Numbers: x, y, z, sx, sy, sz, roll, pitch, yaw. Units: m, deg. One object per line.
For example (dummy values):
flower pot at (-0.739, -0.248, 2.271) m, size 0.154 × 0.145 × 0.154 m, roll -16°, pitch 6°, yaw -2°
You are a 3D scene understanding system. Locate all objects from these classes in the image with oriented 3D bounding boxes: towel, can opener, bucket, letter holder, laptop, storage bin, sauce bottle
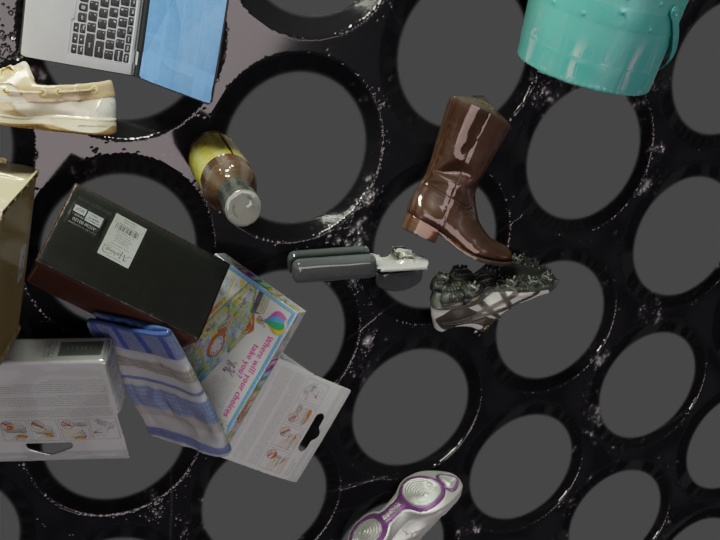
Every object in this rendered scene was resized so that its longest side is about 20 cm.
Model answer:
towel at (-0.240, 0.140, 1.076) m, size 0.024 × 0.145 × 0.203 m, roll -49°, pitch 134°, yaw -38°
can opener at (0.000, 0.000, 1.193) m, size 0.196 × 0.053 × 0.068 m, roll 0°, pitch 112°, yaw -21°
bucket at (0.294, -0.310, 1.101) m, size 0.203 × 0.208 × 0.137 m, roll 2°, pitch 120°, yaw -21°
letter holder at (-0.278, 0.005, 1.065) m, size 0.198 × 0.142 × 0.102 m, roll 28°, pitch 68°, yaw -19°
laptop at (-0.247, -0.294, 0.943) m, size 0.196 × 0.116 × 0.191 m, roll 6°, pitch 108°, yaw -23°
storage bin at (-0.413, -0.005, 0.951) m, size 0.092 × 0.199 × 0.204 m, roll 10°, pitch 108°, yaw -11°
sauce bottle at (-0.152, -0.103, 1.009) m, size 0.063 × 0.200 × 0.066 m, roll -7°, pitch 115°, yaw -15°

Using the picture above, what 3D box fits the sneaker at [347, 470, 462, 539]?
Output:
sneaker at (0.072, 0.381, 1.377) m, size 0.198 × 0.075 × 0.100 m, roll -32°, pitch 137°, yaw -6°

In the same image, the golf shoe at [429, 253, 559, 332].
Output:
golf shoe at (0.186, 0.036, 1.278) m, size 0.196 × 0.078 × 0.096 m, roll -7°, pitch 131°, yaw -16°

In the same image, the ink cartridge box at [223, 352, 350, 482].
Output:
ink cartridge box at (-0.134, 0.186, 1.224) m, size 0.198 × 0.047 × 0.162 m, roll 27°, pitch 99°, yaw -30°

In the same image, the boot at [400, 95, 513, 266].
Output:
boot at (0.166, -0.121, 1.206) m, size 0.184 × 0.064 × 0.203 m, roll 19°, pitch 99°, yaw -25°

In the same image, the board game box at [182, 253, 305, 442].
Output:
board game box at (-0.174, 0.100, 1.133) m, size 0.133 × 0.034 × 0.202 m, roll 34°, pitch 100°, yaw 13°

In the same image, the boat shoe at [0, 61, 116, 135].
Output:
boat shoe at (-0.363, -0.190, 0.972) m, size 0.196 × 0.074 × 0.071 m, roll 3°, pitch 98°, yaw -23°

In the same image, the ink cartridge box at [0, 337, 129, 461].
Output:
ink cartridge box at (-0.384, 0.158, 1.084) m, size 0.195 × 0.044 × 0.176 m, roll -1°, pitch 132°, yaw -1°
